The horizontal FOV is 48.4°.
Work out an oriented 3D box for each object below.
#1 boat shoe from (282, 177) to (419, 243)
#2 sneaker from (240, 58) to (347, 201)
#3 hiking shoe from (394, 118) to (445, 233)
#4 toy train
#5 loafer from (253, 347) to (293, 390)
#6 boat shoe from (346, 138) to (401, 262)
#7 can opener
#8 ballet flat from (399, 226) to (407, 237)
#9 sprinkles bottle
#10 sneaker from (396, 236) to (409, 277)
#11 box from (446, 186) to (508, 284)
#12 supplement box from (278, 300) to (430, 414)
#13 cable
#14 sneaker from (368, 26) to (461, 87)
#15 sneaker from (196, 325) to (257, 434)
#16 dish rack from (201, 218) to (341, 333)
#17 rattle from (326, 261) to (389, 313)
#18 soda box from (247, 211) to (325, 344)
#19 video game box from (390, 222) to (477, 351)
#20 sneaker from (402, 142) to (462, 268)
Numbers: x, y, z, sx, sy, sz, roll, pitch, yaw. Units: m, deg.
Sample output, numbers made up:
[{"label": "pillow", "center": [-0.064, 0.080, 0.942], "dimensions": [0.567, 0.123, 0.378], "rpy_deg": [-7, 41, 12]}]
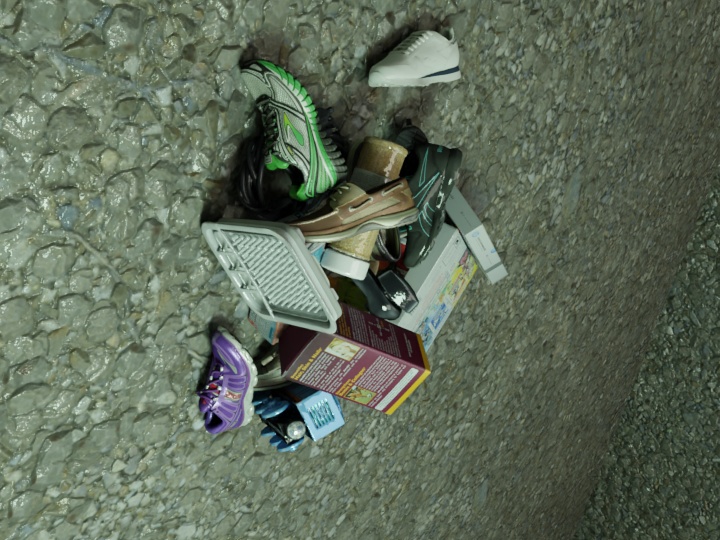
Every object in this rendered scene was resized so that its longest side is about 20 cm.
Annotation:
[{"label": "boat shoe", "center": [-0.017, -0.082, 1.077], "dimensions": [0.199, 0.076, 0.072], "rpy_deg": [-15, 100, -26]}, {"label": "sneaker", "center": [-0.095, -0.179, 1.032], "dimensions": [0.085, 0.078, 0.200], "rpy_deg": [-39, 111, -21]}, {"label": "hiking shoe", "center": [0.101, -0.148, 1.324], "dimensions": [0.101, 0.075, 0.201], "rpy_deg": [-76, 160, -63]}, {"label": "toy train", "center": [-0.106, 0.222, 1.276], "dimensions": [0.114, 0.200, 0.087], "rpy_deg": [-26, 99, -18]}, {"label": "loafer", "center": [-0.097, 0.134, 1.281], "dimensions": [0.199, 0.072, 0.063], "rpy_deg": [-14, 121, -5]}, {"label": "boat shoe", "center": [0.028, -0.104, 1.231], "dimensions": [0.072, 0.065, 0.201], "rpy_deg": [-33, 125, -43]}, {"label": "can opener", "center": [0.000, 0.000, 1.229], "dimensions": [0.079, 0.200, 0.063], "rpy_deg": [-45, -171, 2]}, {"label": "ballet flat", "center": [-0.001, -0.062, 1.319], "dimensions": [0.200, 0.069, 0.070], "rpy_deg": [-7, 120, -46]}, {"label": "sprinkles bottle", "center": [0.005, -0.090, 1.155], "dimensions": [0.068, 0.068, 0.201], "rpy_deg": [16, 93, -56]}, {"label": "sneaker", "center": [0.082, 0.024, 1.477], "dimensions": [0.113, 0.071, 0.200], "rpy_deg": [-54, 149, -15]}, {"label": "box", "center": [0.196, -0.081, 1.471], "dimensions": [0.041, 0.156, 0.200], "rpy_deg": [-33, 145, 6]}, {"label": "supplement box", "center": [-0.010, 0.126, 1.201], "dimensions": [0.200, 0.086, 0.110], "rpy_deg": [24, 121, -27]}, {"label": "cable", "center": [-0.100, -0.139, 1.142], "dimensions": [0.200, 0.051, 0.164], "rpy_deg": [-39, 146, -34]}, {"label": "sneaker", "center": [0.080, -0.323, 1.221], "dimensions": [0.200, 0.076, 0.081], "rpy_deg": [-27, 123, -46]}, {"label": "sneaker", "center": [-0.206, 0.175, 1.208], "dimensions": [0.083, 0.081, 0.201], "rpy_deg": [-24, 133, -34]}, {"label": "dish rack", "center": [-0.112, -0.002, 1.056], "dimensions": [0.044, 0.200, 0.172], "rpy_deg": [-44, 121, -28]}, {"label": "rattle", "center": [-0.032, 0.017, 1.364], "dimensions": [0.200, 0.142, 0.131], "rpy_deg": [-75, 165, -55]}, {"label": "soda box", "center": [-0.110, 0.015, 1.186], "dimensions": [0.068, 0.064, 0.200], "rpy_deg": [-28, 148, -39]}, {"label": "video game box", "center": [0.129, 0.035, 1.441], "dimensions": [0.200, 0.047, 0.182], "rpy_deg": [-57, 150, -9]}, {"label": "sneaker", "center": [0.093, -0.103, 1.251], "dimensions": [0.075, 0.079, 0.201], "rpy_deg": [-101, -151, -79]}]
